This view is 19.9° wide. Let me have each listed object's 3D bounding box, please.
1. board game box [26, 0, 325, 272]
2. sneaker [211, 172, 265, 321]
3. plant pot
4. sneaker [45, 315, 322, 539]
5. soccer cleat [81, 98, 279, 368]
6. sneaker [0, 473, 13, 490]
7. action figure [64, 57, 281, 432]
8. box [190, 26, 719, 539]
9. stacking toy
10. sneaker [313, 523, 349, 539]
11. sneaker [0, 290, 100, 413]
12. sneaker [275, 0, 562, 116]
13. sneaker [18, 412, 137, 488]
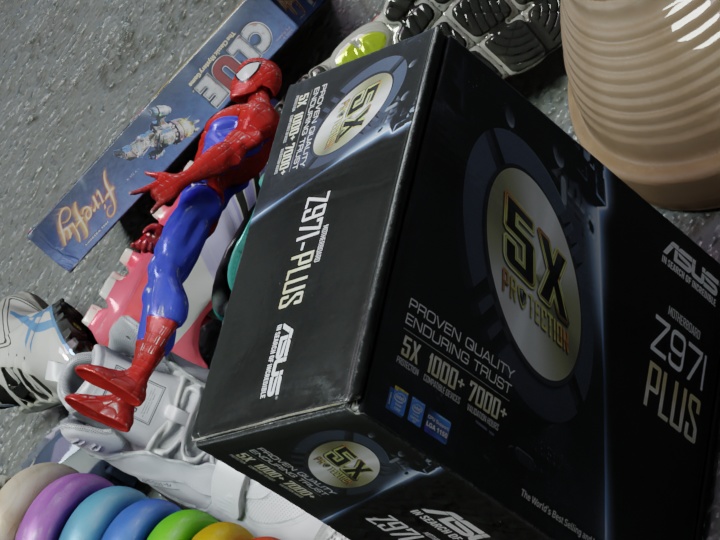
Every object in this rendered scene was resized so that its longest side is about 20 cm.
[{"bbox_3d":[-0.106,-0.094,1.215,0.200,0.035,0.136,-45,6,15],"label":"board game box"},{"bbox_3d":[0.000,0.000,0.969,0.200,0.121,0.084,-11,52,46],"label":"sneaker"},{"bbox_3d":[0.157,-0.135,0.919,0.201,0.093,0.201,-32,40,31],"label":"plant pot"},{"bbox_3d":[-0.075,0.083,0.995,0.200,0.115,0.075,11,70,55],"label":"sneaker"},{"bbox_3d":[-0.082,-0.018,1.155,0.067,0.076,0.200,-47,9,50],"label":"soccer cleat"},{"bbox_3d":[-0.238,0.184,1.049,0.085,0.077,0.200,31,101,20],"label":"sneaker"},{"bbox_3d":[-0.083,-0.023,0.980,0.200,0.052,0.065,-63,-2,-28],"label":"action figure"},{"bbox_3d":[0.050,0.033,0.803,0.086,0.200,0.164,-17,48,42],"label":"box"},{"bbox_3d":[-0.079,0.146,0.948,0.200,0.085,0.086,8,65,31],"label":"stacking toy"},{"bbox_3d":[-0.005,0.182,0.826,0.074,0.082,0.201,6,65,9],"label":"sneaker"},{"bbox_3d":[-0.183,0.056,1.180,0.073,0.072,0.200,-48,18,-12],"label":"sneaker"},{"bbox_3d":[0.035,-0.112,1.061,0.200,0.077,0.085,-34,-2,9],"label":"sneaker"},{"bbox_3d":[-0.160,0.151,1.105,0.200,0.070,0.082,-49,55,7],"label":"sneaker"}]
